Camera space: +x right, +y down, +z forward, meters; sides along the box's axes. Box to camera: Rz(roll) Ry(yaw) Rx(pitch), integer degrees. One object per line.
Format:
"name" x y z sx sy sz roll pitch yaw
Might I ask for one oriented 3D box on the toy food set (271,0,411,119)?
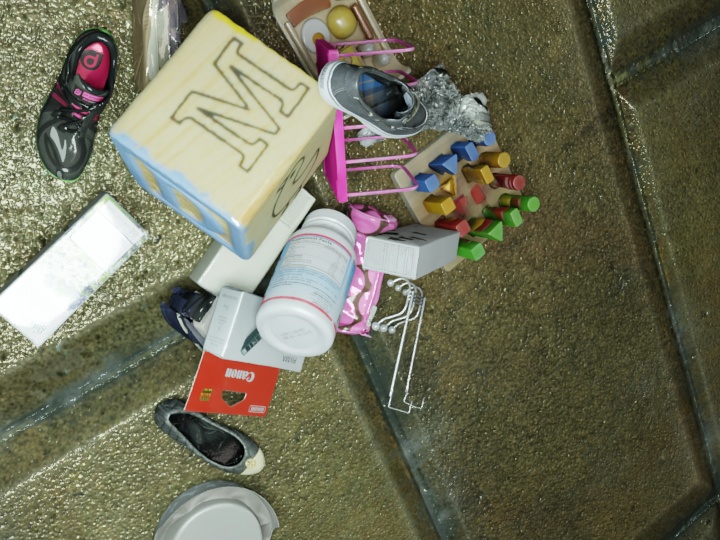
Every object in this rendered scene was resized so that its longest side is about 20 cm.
"toy food set" -0.023 -0.347 1.057 0.143 0.060 0.201 -39 113 -16

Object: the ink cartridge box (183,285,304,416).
"ink cartridge box" -0.151 0.127 1.023 0.200 0.043 0.176 26 79 -60

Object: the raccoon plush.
"raccoon plush" 0.110 -0.222 1.121 0.199 0.097 0.134 -38 93 14

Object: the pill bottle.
"pill bottle" -0.066 0.011 0.994 0.109 0.108 0.201 42 43 -26

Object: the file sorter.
"file sorter" 0.012 -0.219 1.006 0.124 0.139 0.202 -7 114 -8

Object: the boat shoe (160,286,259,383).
"boat shoe" -0.211 0.093 1.041 0.075 0.092 0.201 -57 146 -27

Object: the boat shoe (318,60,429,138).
"boat shoe" 0.035 -0.206 0.863 0.199 0.066 0.071 14 92 -52

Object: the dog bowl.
"dog bowl" -0.224 0.416 1.090 0.198 0.059 0.203 -5 101 -25

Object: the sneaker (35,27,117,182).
"sneaker" -0.359 -0.213 0.900 0.076 0.084 0.202 14 92 -27

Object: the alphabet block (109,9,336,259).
"alphabet block" -0.166 -0.162 0.906 0.196 0.195 0.201 35 77 -1

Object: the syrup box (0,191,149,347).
"syrup box" -0.377 -0.005 0.928 0.200 0.081 0.079 -47 113 -11

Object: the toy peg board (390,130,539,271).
"toy peg board" 0.189 -0.130 1.180 0.199 0.098 0.200 -38 113 -16

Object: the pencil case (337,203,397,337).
"pencil case" 0.000 0.000 1.110 0.090 0.093 0.202 9 96 -46

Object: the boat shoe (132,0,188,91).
"boat shoe" -0.261 -0.336 0.940 0.064 0.072 0.203 0 96 -39

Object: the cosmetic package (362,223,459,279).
"cosmetic package" 0.081 -0.033 1.061 0.200 0.082 0.051 -21 122 -65

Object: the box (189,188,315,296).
"box" -0.157 -0.048 1.038 0.082 0.068 0.201 38 81 -25

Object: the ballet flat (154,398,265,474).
"ballet flat" -0.223 0.257 1.063 0.199 0.057 0.067 37 83 -27

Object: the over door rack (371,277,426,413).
"over door rack" 0.062 0.119 1.125 0.066 0.148 0.203 0 83 14
